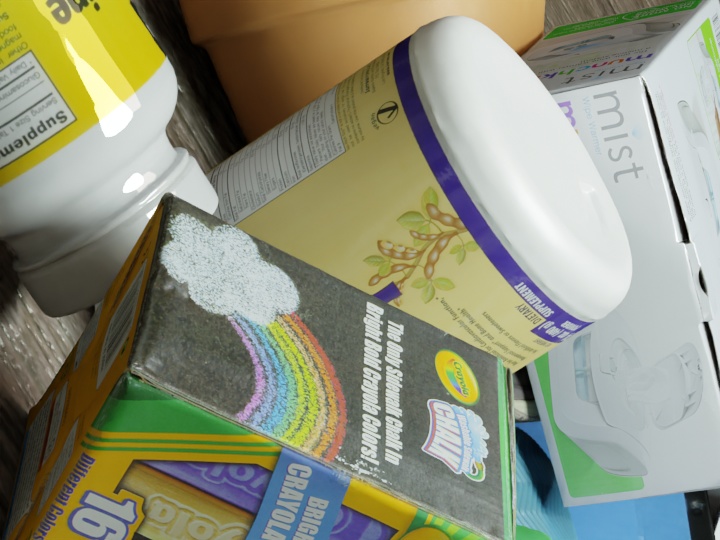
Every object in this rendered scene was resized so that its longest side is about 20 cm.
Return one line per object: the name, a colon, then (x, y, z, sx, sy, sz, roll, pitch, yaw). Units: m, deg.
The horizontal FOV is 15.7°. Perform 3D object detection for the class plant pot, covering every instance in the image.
plant pot: (0.012, -0.106, 1.352, 0.200, 0.199, 0.141, -14, 94, -70)

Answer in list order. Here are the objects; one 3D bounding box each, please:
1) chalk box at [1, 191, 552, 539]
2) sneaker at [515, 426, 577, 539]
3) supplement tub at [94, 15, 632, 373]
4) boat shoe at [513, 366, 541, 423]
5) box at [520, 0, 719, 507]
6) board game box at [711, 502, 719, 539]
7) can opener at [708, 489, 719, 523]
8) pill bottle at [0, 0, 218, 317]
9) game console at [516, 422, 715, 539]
chalk box: (-0.019, 0.088, 0.979, 0.199, 0.124, 0.125, 27, 30, -13)
sneaker: (0.036, 0.120, 1.219, 0.200, 0.081, 0.077, 11, 57, -55)
supplement tub: (0.000, 0.000, 1.122, 0.146, 0.200, 0.146, 48, 20, -24)
boat shoe: (0.069, 0.033, 1.298, 0.200, 0.074, 0.074, -22, 107, -74)
box: (0.138, -0.013, 1.261, 0.176, 0.096, 0.201, -45, 122, -63)
board game box: (0.229, 0.222, 1.380, 0.034, 0.134, 0.201, 81, 28, -78)
can opener: (0.192, 0.158, 1.442, 0.053, 0.199, 0.067, 83, 7, -48)
pill bottle: (-0.143, -0.086, 1.019, 0.200, 0.112, 0.113, 57, 20, -15)
game console: (0.093, 0.097, 1.367, 0.176, 0.116, 0.200, 50, 23, -32)
